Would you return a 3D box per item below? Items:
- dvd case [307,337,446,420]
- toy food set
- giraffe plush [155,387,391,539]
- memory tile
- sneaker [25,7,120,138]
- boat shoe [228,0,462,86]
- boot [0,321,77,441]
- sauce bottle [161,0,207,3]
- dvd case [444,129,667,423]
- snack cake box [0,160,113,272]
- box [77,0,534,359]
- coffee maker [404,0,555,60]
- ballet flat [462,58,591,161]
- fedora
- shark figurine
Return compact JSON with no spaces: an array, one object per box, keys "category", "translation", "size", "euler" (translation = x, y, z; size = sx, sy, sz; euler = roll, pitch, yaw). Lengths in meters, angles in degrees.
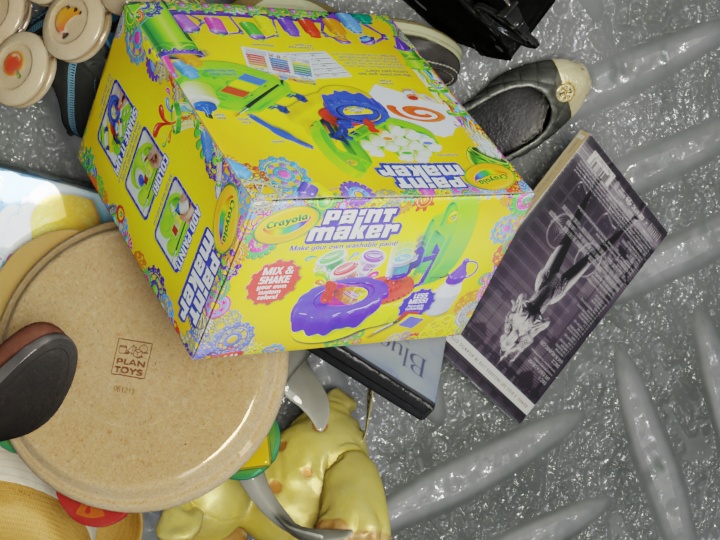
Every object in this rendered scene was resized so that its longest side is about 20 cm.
[{"category":"dvd case","translation":[0.000,0.000,1.053],"size":[0.143,0.200,0.018],"euler":[33,124,-13]},{"category":"toy food set","translation":[-0.145,0.062,1.002],"size":[0.200,0.049,0.198],"euler":[-6,75,1]},{"category":"giraffe plush","translation":[-0.072,0.169,1.131],"size":[0.162,0.173,0.200],"euler":[-2,95,-10]},{"category":"memory tile","translation":[-0.181,-0.209,0.992],"size":[0.200,0.153,0.017],"euler":[-35,153,19]},{"category":"sneaker","translation":[-0.154,-0.103,1.068],"size":[0.200,0.082,0.073],"euler":[61,36,-28]},{"category":"boat shoe","translation":[-0.011,-0.145,1.104],"size":[0.201,0.072,0.066],"euler":[7,74,-39]},{"category":"boot","translation":[-0.273,0.031,0.987],"size":[0.068,0.200,0.188],"euler":[-1,144,-47]},{"category":"sauce bottle","translation":[-0.123,-0.162,1.089],"size":[0.200,0.066,0.066],"euler":[33,89,-22]},{"category":"dvd case","translation":[0.147,0.009,1.216],"size":[0.200,0.016,0.149],"euler":[-52,134,-5]},{"category":"snack cake box","translation":[-0.232,0.032,1.086],"size":[0.115,0.067,0.200],"euler":[14,95,-22]},{"category":"box","translation":[-0.038,-0.060,0.960],"size":[0.200,0.193,0.122],"euler":[-3,133,-35]},{"category":"coffee maker","translation":[0.126,-0.254,1.090],"size":[0.200,0.192,0.135],"euler":[-51,139,-1]},{"category":"ballet flat","translation":[0.095,-0.101,1.180],"size":[0.200,0.057,0.067],"euler":[-29,110,-12]},{"category":"fedora","translation":[-0.244,0.193,1.065],"size":[0.200,0.082,0.201],"euler":[-4,132,-5]},{"category":"shark figurine","translation":[-0.066,0.089,1.062],"size":[0.128,0.090,0.215],"euler":[1,58,5]}]
